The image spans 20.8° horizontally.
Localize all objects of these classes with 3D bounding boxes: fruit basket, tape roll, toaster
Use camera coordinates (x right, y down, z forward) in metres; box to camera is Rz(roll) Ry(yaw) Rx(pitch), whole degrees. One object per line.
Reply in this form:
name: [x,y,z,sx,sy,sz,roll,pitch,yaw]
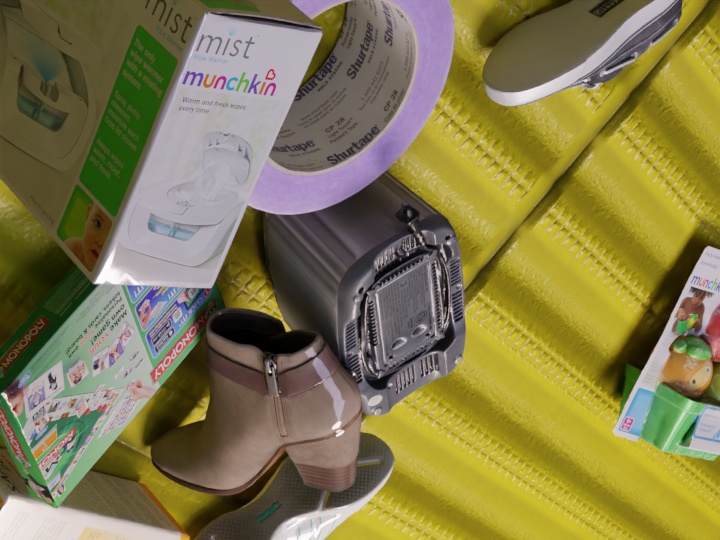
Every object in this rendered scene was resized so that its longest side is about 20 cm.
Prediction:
fruit basket: [0.340,0.084,1.896,0.185,0.094,0.201,15,108,-50]
tape roll: [-0.038,-0.144,1.325,0.199,0.085,0.201,-25,137,-25]
toaster: [0.000,0.000,1.454,0.113,0.129,0.201,-32,141,-20]

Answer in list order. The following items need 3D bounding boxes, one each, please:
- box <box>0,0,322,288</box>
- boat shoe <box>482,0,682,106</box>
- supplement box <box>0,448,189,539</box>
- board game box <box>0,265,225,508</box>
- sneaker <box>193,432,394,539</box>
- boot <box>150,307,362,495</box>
box: [-0.138,-0.118,1.155,0.096,0.200,0.178,1,123,-44]
boat shoe: [0.177,-0.173,1.526,0.200,0.072,0.068,-38,141,-24]
supplement box: [-0.240,0.210,1.453,0.126,0.073,0.199,-55,142,9]
board game box: [-0.175,0.049,1.359,0.200,0.029,0.135,-51,149,-29]
sneaker: [-0.058,0.206,1.645,0.199,0.071,0.080,-34,156,-13]
boot: [-0.086,0.093,1.444,0.070,0.198,0.147,-61,144,-45]
